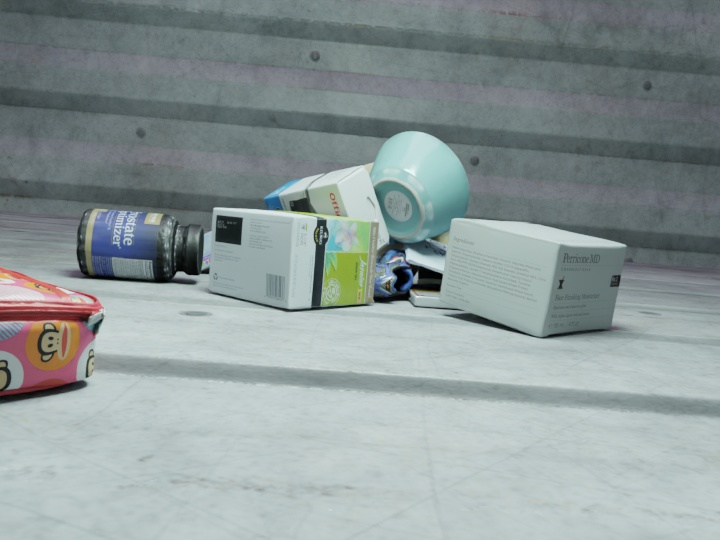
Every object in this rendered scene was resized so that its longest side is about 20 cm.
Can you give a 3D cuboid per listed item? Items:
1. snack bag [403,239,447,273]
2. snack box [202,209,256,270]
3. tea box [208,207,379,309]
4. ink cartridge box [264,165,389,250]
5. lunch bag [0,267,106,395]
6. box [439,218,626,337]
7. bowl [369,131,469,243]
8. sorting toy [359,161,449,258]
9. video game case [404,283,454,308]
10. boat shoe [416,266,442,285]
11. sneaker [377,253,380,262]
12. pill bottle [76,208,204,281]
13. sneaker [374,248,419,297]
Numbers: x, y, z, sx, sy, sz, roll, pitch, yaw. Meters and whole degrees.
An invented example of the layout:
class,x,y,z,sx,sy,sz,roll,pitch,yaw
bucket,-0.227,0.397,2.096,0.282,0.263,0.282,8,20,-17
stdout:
class,x,y,z,sx,sy,sz,roll,pitch,yaw
snack bag,0.163,-0.013,1.296,0.195,0.022,0.189,19,19,-8
snack box,-0.245,-0.062,1.449,0.165,0.069,0.200,-23,-1,10
tea box,-0.104,-0.023,1.115,0.197,0.138,0.194,9,8,42
ink cartridge box,-0.062,-0.092,1.269,0.197,0.148,0.083,-4,22,44
lunch bag,-0.301,0.043,0.561,0.196,0.085,0.174,11,4,37
box,0.259,0.004,1.064,0.195,0.135,0.198,-1,13,-42
bowl,0.085,-0.131,1.258,0.197,0.205,0.105,8,35,34
sorting toy,0.082,-0.121,1.379,0.181,0.204,0.037,-13,25,25
video game case,0.151,0.046,1.249,0.139,0.018,0.200,4,5,-4
boat shoe,0.167,0.000,1.436,0.070,0.070,0.199,-6,-6,23
sneaker,-0.001,-0.012,1.470,0.197,0.074,0.071,25,-18,-35
pill bottle,-0.369,-0.041,1.200,0.194,0.115,0.112,4,5,-7
sneaker,0.063,0.012,1.233,0.077,0.078,0.199,7,18,26
